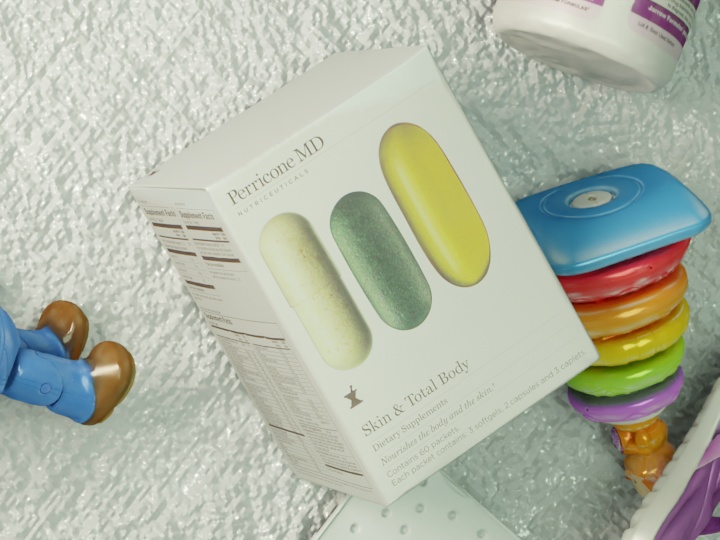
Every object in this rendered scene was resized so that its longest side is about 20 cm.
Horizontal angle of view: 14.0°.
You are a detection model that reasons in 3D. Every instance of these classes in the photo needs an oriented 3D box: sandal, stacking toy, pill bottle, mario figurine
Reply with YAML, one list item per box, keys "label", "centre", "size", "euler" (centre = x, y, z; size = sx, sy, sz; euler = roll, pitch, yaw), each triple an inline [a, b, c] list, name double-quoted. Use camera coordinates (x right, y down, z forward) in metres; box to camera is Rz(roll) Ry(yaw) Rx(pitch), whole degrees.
- label: "sandal"
  centre: [0.219, 0.120, 1.743]
  size: [0.203, 0.050, 0.083]
  euler: [-54, 149, -23]
- label: "stacking toy"
  centre: [0.154, 0.048, 1.727]
  size: [0.109, 0.116, 0.201]
  euler: [-18, 113, -12]
- label: "pill bottle"
  centre: [0.158, -0.214, 1.700]
  size: [0.112, 0.112, 0.201]
  euler: [23, 84, -20]
- label: "mario figurine"
  centre: [-0.210, 0.025, 1.545]
  size: [0.200, 0.123, 0.106]
  euler: [10, 72, -44]

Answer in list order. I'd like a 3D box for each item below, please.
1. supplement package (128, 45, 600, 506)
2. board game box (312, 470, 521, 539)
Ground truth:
- label: "supplement package"
  centre: [0.000, 0.000, 1.627]
  size: [0.152, 0.151, 0.200]
  euler: [-33, 103, -16]
- label: "board game box"
  centre: [0.028, 0.233, 1.714]
  size: [0.200, 0.026, 0.200]
  euler: [42, 78, -18]
